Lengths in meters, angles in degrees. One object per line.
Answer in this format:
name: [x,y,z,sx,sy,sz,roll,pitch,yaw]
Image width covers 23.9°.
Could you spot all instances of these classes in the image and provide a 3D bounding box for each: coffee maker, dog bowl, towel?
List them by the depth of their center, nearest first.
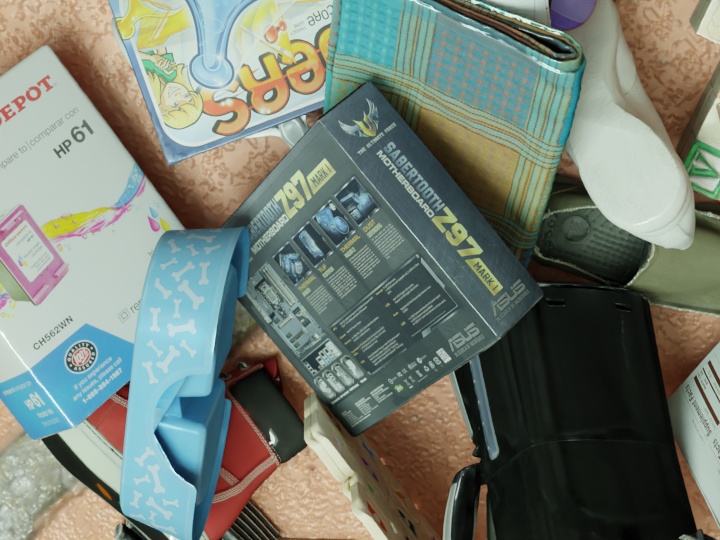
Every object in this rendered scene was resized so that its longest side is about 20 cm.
towel: [0.045,-0.082,0.966,0.145,0.022,0.201,24,146,11]
dog bowl: [-0.106,0.066,1.018,0.049,0.112,0.202,11,114,3]
coffee maker: [0.141,0.111,1.025,0.191,0.134,0.202,-29,57,35]

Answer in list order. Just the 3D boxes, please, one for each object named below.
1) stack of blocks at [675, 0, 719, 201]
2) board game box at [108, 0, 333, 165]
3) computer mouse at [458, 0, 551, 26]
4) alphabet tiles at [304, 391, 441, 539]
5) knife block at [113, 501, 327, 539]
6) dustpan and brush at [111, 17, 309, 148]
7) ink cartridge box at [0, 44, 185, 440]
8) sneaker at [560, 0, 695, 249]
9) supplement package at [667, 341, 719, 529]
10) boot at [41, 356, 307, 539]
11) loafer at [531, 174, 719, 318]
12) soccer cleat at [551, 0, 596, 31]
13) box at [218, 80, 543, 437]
stack of blocks: [0.258,-0.137,1.032,0.114,0.059,0.202,24,108,0]
board game box: [-0.047,-0.162,1.035,0.198,0.034,0.137,-21,94,3]
computer mouse: [0.068,-0.139,0.930,0.109,0.044,0.201,19,141,16]
alphabet tiles: [0.025,0.167,1.082,0.015,0.196,0.201,-35,100,4]
knife block: [-0.086,0.245,1.190,0.173,0.064,0.202,-1,107,9]
dustpan and brush: [-0.057,-0.117,1.078,0.139,0.057,0.201,-34,100,15]
ink cartridge box: [-0.204,-0.017,1.079,0.144,0.084,0.201,-42,100,-27]
sneaker: [0.147,-0.097,1.035,0.075,0.088,0.202,-28,63,17]
supplement package: [0.328,0.094,1.025,0.190,0.147,0.201,33,109,-19]
boot: [-0.135,0.089,1.154,0.199,0.073,0.144,35,67,24]
loafer: [0.187,-0.007,1.074,0.198,0.070,0.076,11,108,4]
soccer cleat: [0.077,-0.232,0.997,0.066,0.076,0.202,-25,86,16]
box: [0.000,0.000,1.014,0.158,0.051,0.200,49,146,1]
